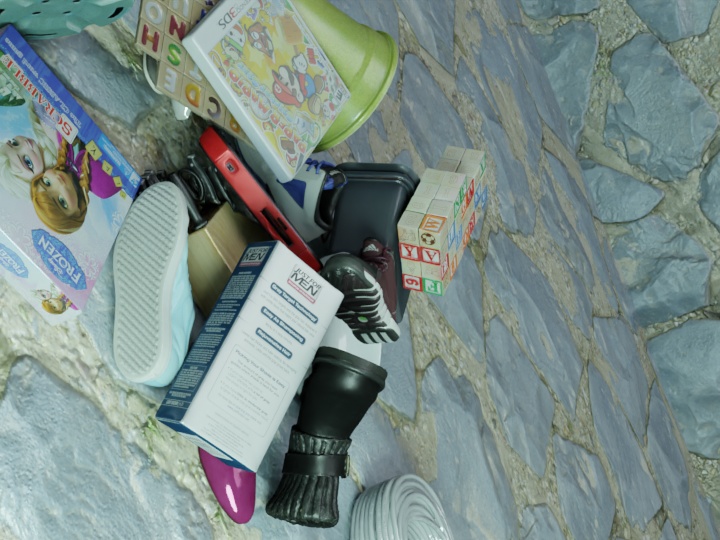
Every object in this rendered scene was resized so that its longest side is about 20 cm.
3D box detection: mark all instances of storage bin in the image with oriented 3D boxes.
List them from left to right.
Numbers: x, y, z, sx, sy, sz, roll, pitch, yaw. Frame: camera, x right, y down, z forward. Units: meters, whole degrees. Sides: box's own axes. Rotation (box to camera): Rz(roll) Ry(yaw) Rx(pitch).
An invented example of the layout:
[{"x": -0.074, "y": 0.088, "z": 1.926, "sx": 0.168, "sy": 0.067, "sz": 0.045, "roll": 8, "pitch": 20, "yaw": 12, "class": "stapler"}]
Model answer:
[{"x": 0.010, "y": -0.028, "z": 1.391, "sx": 0.201, "sy": 0.143, "sz": 0.136, "roll": 77, "pitch": 21, "yaw": -50, "class": "storage bin"}]

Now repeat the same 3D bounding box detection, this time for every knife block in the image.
[{"x": -0.169, "y": -0.019, "z": 1.114, "sx": 0.175, "sy": 0.063, "sz": 0.203, "roll": 26, "pitch": 49, "yaw": -54, "class": "knife block"}]

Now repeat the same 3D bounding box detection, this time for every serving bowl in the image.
[{"x": -0.042, "y": 0.081, "z": 1.262, "sx": 0.199, "sy": 0.065, "sz": 0.204, "roll": -4, "pitch": 90, "yaw": -65, "class": "serving bowl"}]

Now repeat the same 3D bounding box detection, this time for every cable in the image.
[{"x": 0.059, "y": 0.358, "z": 1.276, "sx": 0.202, "sy": 0.068, "sz": 0.200, "roll": 64, "pitch": 25, "yaw": -8, "class": "cable"}]

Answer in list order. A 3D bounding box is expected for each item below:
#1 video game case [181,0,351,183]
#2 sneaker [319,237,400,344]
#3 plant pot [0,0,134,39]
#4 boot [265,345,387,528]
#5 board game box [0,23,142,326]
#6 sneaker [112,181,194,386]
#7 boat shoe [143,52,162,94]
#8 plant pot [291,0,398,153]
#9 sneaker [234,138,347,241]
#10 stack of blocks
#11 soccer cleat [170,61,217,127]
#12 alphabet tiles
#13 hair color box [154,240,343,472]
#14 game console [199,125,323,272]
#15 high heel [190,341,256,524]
[{"x": -0.103, "y": -0.236, "z": 1.211, "sx": 0.201, "sy": 0.023, "sz": 0.183, "roll": 55, "pitch": 44, "yaw": -25, "class": "video game case"}, {"x": 0.000, "y": 0.000, "z": 1.218, "sx": 0.201, "sy": 0.074, "sz": 0.117, "roll": 63, "pitch": 28, "yaw": -59, "class": "sneaker"}, {"x": -0.303, "y": -0.336, "z": 0.961, "sx": 0.200, "sy": 0.198, "sz": 0.199, "roll": -7, "pitch": 85, "yaw": -64, "class": "plant pot"}, {"x": -0.036, "y": 0.179, "z": 1.058, "sx": 0.212, "sy": 0.078, "sz": 0.160, "roll": 114, "pitch": -7, "yaw": -66, "class": "boot"}, {"x": -0.299, "y": -0.089, "z": 0.932, "sx": 0.201, "sy": 0.041, "sz": 0.201, "roll": 52, "pitch": 30, "yaw": -32, "class": "board game box"}, {"x": -0.199, "y": 0.017, "z": 1.016, "sx": 0.082, "sy": 0.073, "sz": 0.203, "roll": 48, "pitch": 45, "yaw": -66, "class": "sneaker"}, {"x": -0.205, "y": -0.279, "z": 1.246, "sx": 0.067, "sy": 0.056, "sz": 0.201, "roll": 59, "pitch": 27, "yaw": -23, "class": "boat shoe"}, {"x": -0.082, "y": -0.292, "z": 1.365, "sx": 0.184, "sy": 0.199, "sz": 0.203, "roll": 37, "pitch": 38, "yaw": -34, "class": "plant pot"}, {"x": -0.079, "y": -0.127, "z": 1.315, "sx": 0.080, "sy": 0.114, "sz": 0.202, "roll": -11, "pitch": 81, "yaw": -65, "class": "sneaker"}, {"x": 0.114, "y": -0.080, "z": 1.381, "sx": 0.116, "sy": 0.058, "sz": 0.201, "roll": 82, "pitch": 28, "yaw": -45, "class": "stack of blocks"}, {"x": -0.159, "y": -0.210, "z": 1.228, "sx": 0.199, "sy": 0.068, "sz": 0.079, "roll": -6, "pitch": 99, "yaw": -57, "class": "soccer cleat"}, {"x": -0.171, "y": -0.247, "z": 1.158, "sx": 0.199, "sy": 0.007, "sz": 0.170, "roll": 29, "pitch": 55, "yaw": -45, "class": "alphabet tiles"}, {"x": -0.106, "y": 0.082, "z": 1.007, "sx": 0.100, "sy": 0.060, "sz": 0.202, "roll": 40, "pitch": 66, "yaw": -30, "class": "hair color box"}, {"x": -0.115, "y": -0.083, "z": 1.189, "sx": 0.201, "sy": 0.031, "sz": 0.177, "roll": 53, "pitch": 2, "yaw": -11, "class": "game console"}, {"x": -0.117, "y": 0.150, "z": 1.048, "sx": 0.067, "sy": 0.095, "sz": 0.203, "roll": 8, "pitch": 64, "yaw": -61, "class": "high heel"}]
